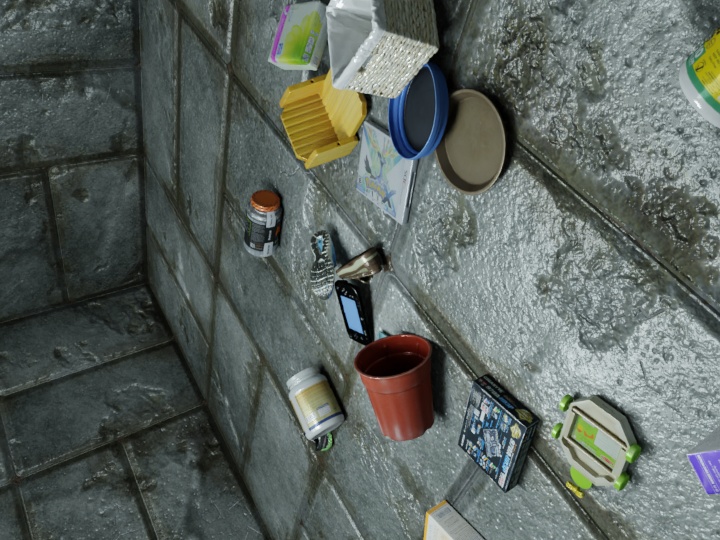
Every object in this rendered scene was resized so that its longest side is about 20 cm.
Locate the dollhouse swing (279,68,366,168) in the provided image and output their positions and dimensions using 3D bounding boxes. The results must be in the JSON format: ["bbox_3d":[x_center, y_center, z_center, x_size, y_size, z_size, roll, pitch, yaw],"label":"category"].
[{"bbox_3d":[-0.098,-0.405,1.464,0.176,0.177,0.205,117,131,-73],"label":"dollhouse swing"}]

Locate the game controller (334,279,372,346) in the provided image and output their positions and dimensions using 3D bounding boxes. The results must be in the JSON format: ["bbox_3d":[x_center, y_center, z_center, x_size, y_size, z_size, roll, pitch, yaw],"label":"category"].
[{"bbox_3d":[-0.019,0.121,1.643,0.103,0.041,0.205,27,139,52],"label":"game controller"}]

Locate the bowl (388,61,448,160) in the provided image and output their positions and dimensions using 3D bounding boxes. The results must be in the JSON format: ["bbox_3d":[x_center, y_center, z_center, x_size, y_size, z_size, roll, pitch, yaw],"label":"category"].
[{"bbox_3d":[0.120,-0.338,1.222,0.199,0.038,0.208,-163,71,-63],"label":"bowl"}]

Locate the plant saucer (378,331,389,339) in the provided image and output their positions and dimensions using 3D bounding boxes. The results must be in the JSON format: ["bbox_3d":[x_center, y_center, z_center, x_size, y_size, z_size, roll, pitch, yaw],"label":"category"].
[{"bbox_3d":[0.077,0.270,1.613,0.069,0.019,0.206,25,125,51],"label":"plant saucer"}]

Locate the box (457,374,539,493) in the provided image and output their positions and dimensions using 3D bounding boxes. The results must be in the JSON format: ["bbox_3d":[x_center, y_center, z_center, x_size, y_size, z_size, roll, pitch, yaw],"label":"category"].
[{"bbox_3d":[0.296,0.358,1.281,0.158,0.045,0.205,39,134,43],"label":"box"}]

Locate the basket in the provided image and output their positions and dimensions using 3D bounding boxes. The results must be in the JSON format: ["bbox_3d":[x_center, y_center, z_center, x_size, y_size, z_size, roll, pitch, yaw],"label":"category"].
[{"bbox_3d":[0.041,-0.483,1.158,0.197,0.156,0.207,-33,57,57],"label":"basket"}]

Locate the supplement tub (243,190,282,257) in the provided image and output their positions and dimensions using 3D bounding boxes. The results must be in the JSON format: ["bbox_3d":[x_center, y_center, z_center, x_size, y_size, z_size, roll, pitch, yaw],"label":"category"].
[{"bbox_3d":[-0.328,-0.159,1.961,0.123,0.120,0.204,49,141,33],"label":"supplement tub"}]

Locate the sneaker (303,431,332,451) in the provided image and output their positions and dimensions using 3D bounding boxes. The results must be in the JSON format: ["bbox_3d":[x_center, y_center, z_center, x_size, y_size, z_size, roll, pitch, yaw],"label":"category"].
[{"bbox_3d":[-0.171,0.545,2.061,0.202,0.082,0.078,55,143,28],"label":"sneaker"}]

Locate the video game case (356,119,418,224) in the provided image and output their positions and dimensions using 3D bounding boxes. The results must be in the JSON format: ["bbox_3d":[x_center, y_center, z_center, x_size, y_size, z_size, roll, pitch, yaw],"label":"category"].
[{"bbox_3d":[0.060,-0.239,1.410,0.200,0.022,0.187,43,136,41],"label":"video game case"}]

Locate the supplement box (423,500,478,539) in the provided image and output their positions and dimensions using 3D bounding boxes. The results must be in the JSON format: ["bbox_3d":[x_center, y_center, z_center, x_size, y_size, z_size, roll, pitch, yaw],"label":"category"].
[{"bbox_3d":[0.251,0.710,1.481,0.199,0.072,0.130,35,131,46],"label":"supplement box"}]

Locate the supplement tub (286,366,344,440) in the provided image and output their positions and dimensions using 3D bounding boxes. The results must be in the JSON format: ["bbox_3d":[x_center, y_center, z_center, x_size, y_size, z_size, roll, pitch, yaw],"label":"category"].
[{"bbox_3d":[-0.152,0.437,1.929,0.204,0.141,0.145,62,146,18],"label":"supplement tub"}]

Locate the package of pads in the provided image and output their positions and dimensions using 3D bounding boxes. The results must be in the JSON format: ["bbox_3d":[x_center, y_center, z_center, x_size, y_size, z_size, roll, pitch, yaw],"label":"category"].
[{"bbox_3d":[-0.151,-0.601,1.491,0.198,0.067,0.159,27,99,51],"label":"package of pads"}]

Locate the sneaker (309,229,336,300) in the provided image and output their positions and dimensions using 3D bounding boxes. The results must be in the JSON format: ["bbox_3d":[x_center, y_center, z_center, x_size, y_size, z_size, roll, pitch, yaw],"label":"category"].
[{"bbox_3d":[-0.092,-0.011,1.667,0.076,0.090,0.206,-11,63,22],"label":"sneaker"}]

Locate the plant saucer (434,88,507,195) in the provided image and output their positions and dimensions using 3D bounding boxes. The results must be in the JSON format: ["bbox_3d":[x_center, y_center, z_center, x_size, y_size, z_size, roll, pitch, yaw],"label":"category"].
[{"bbox_3d":[0.218,-0.253,1.150,0.199,0.029,0.206,32,129,49],"label":"plant saucer"}]

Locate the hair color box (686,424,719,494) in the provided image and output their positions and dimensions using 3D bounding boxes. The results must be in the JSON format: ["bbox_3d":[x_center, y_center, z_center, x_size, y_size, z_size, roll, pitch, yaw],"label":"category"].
[{"bbox_3d":[0.553,0.234,0.765,0.066,0.107,0.200,63,147,14],"label":"hair color box"}]

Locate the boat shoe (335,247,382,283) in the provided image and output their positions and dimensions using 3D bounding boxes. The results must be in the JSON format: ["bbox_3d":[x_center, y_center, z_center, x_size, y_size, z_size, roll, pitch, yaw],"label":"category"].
[{"bbox_3d":[-0.004,0.003,1.575,0.076,0.074,0.201,56,155,-4],"label":"boat shoe"}]

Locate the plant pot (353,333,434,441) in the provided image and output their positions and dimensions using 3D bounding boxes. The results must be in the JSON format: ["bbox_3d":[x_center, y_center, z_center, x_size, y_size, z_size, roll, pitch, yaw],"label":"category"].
[{"bbox_3d":[0.099,0.296,1.446,0.199,0.197,0.201,15,125,53],"label":"plant pot"}]

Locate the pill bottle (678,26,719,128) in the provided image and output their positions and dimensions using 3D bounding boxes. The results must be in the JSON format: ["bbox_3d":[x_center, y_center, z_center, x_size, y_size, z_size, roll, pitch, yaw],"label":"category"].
[{"bbox_3d":[0.477,-0.267,0.659,0.115,0.110,0.201,62,147,18],"label":"pill bottle"}]

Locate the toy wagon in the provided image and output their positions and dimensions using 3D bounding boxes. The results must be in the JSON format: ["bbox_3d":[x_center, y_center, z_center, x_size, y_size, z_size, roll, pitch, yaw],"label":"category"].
[{"bbox_3d":[0.425,0.330,1.074,0.154,0.039,0.205,38,134,44],"label":"toy wagon"}]
